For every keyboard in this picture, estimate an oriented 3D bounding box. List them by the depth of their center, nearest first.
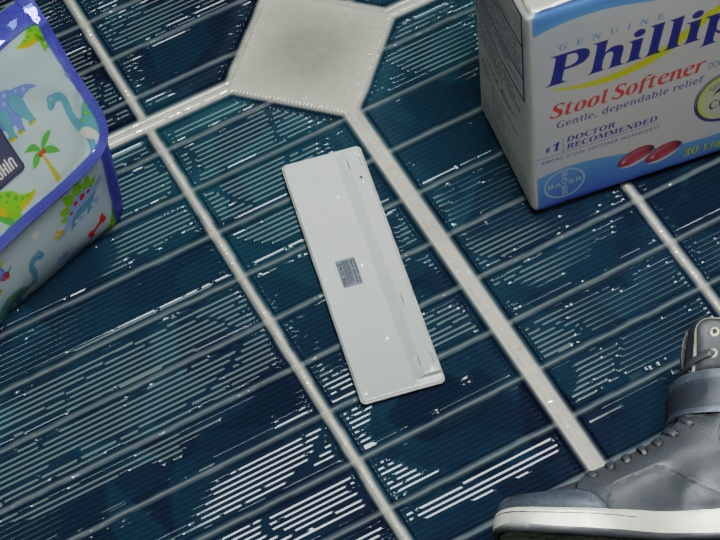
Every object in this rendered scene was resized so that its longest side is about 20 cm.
[{"bbox_3d":[0.000,0.000,1.628,0.056,0.011,0.200,-19,55,-1],"label":"keyboard"}]

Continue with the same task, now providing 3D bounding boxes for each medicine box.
[{"bbox_3d":[0.175,-0.159,1.603,0.182,0.200,0.103,-18,56,-7],"label":"medicine box"}]

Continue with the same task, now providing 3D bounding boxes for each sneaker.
[{"bbox_3d":[0.174,0.104,1.488,0.202,0.077,0.146,-1,66,-7],"label":"sneaker"}]

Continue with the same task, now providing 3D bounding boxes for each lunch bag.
[{"bbox_3d":[-0.251,-0.060,1.576,0.127,0.200,0.170,34,64,25],"label":"lunch bag"}]
